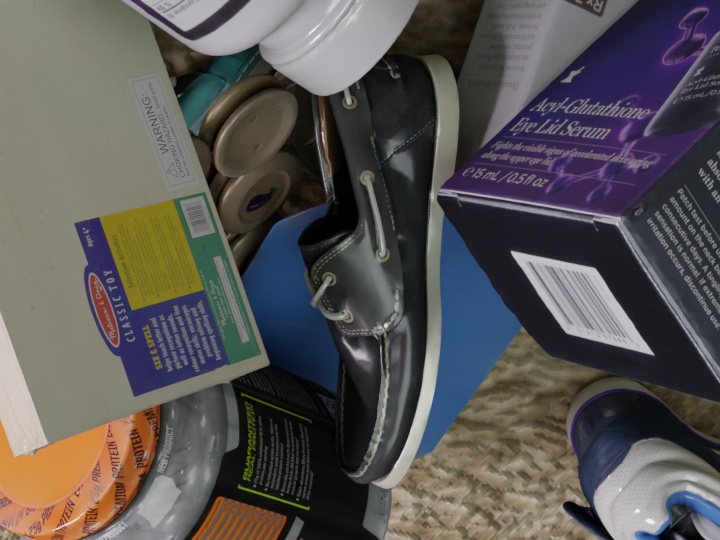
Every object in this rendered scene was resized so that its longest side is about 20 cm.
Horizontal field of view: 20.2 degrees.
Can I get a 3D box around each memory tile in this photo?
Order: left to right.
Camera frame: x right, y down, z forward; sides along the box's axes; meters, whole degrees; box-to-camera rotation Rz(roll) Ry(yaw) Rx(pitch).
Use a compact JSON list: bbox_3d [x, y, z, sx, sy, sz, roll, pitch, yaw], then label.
[{"bbox_3d":[-0.091,0.003,0.975,0.153,0.017,0.200,-34,151,-25],"label":"memory tile"}]

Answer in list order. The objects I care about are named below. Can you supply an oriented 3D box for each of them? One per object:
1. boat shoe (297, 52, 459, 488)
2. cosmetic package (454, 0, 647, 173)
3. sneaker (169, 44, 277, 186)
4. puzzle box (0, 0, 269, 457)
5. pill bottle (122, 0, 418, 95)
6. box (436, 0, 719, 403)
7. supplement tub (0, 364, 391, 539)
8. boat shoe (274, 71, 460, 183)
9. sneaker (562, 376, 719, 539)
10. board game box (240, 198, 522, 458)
[{"bbox_3d":[0.000,0.000,0.928,0.067,0.072,0.201,1,97,-24],"label":"boat shoe"},{"bbox_3d":[0.112,-0.108,0.956,0.101,0.074,0.201,19,86,-27],"label":"cosmetic package"},{"bbox_3d":[-0.121,-0.046,0.987,0.080,0.071,0.200,40,87,9],"label":"sneaker"},{"bbox_3d":[-0.121,-0.035,0.830,0.025,0.133,0.201,-22,87,41],"label":"puzzle box"},{"bbox_3d":[-0.071,-0.159,0.830,0.200,0.112,0.111,34,106,-27],"label":"pill bottle"},{"bbox_3d":[0.159,-0.053,0.865,0.200,0.148,0.104,-44,113,-17],"label":"box"},{"bbox_3d":[-0.082,0.092,0.943,0.123,0.123,0.200,-44,146,12],"label":"supplement tub"},{"bbox_3d":[0.039,-0.063,1.016,0.200,0.068,0.072,33,142,-27],"label":"boat shoe"},{"bbox_3d":[0.201,0.149,1.109,0.200,0.147,0.081,35,106,-24],"label":"sneaker"},{"bbox_3d":[-0.003,0.024,1.045,0.157,0.039,0.200,14,128,-26],"label":"board game box"}]
